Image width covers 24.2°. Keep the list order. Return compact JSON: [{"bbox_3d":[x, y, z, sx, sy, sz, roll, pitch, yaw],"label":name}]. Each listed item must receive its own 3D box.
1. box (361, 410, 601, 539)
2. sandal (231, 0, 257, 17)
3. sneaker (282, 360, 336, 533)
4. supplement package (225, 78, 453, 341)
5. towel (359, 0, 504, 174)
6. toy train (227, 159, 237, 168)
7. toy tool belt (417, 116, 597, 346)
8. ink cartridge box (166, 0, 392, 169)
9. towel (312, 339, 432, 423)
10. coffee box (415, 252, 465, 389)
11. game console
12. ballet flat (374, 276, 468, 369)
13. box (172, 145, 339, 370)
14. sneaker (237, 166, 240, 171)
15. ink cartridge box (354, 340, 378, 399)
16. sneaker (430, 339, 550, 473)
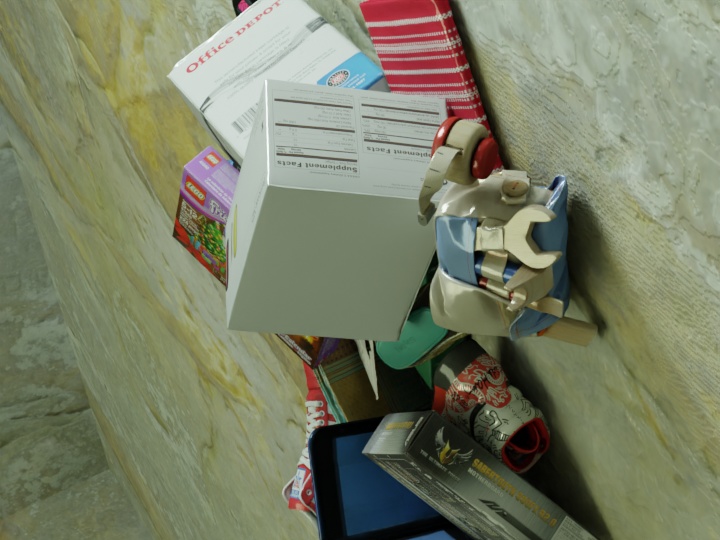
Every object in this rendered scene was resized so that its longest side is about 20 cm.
[{"bbox_3d":[0.108,0.205,1.519,0.199,0.048,0.158,38,167,-7],"label":"box"},{"bbox_3d":[-0.103,-0.250,1.713,0.200,0.045,0.076,16,127,68],"label":"sandal"},{"bbox_3d":[-0.045,0.179,1.762,0.202,0.112,0.071,67,162,-1],"label":"sneaker"},{"bbox_3d":[-0.023,-0.044,1.394,0.201,0.154,0.112,111,160,-51],"label":"supplement package"},{"bbox_3d":[0.067,-0.142,1.399,0.144,0.022,0.202,13,126,66],"label":"towel"},{"bbox_3d":[-0.130,-0.081,1.947,0.200,0.086,0.115,144,107,-72],"label":"toy train"},{"bbox_3d":[0.123,-0.024,1.273,0.122,0.125,0.201,17,141,23],"label":"toy tool belt"},{"bbox_3d":[-0.066,-0.154,1.544,0.200,0.145,0.084,47,173,46],"label":"ink cartridge box"},{"bbox_3d":[0.025,0.146,1.710,0.022,0.146,0.201,-31,82,37],"label":"towel"},{"bbox_3d":[0.053,0.001,1.580,0.123,0.044,0.201,52,157,43],"label":"coffee box"},{"bbox_3d":[0.060,0.228,1.590,0.170,0.199,0.119,32,116,40],"label":"game console"},{"bbox_3d":[0.086,0.025,1.459,0.200,0.070,0.071,-34,79,46],"label":"ballet flat"},{"bbox_3d":[-0.093,-0.010,1.598,0.200,0.039,0.137,43,152,12],"label":"box"},{"bbox_3d":[-0.086,-0.056,1.696,0.115,0.075,0.202,-131,23,-68],"label":"sneaker"},{"bbox_3d":[0.000,0.000,1.653,0.162,0.050,0.201,83,165,-54],"label":"ink cartridge box"},{"bbox_3d":[0.118,0.152,1.543,0.108,0.067,0.202,47,162,24],"label":"sneaker"}]
